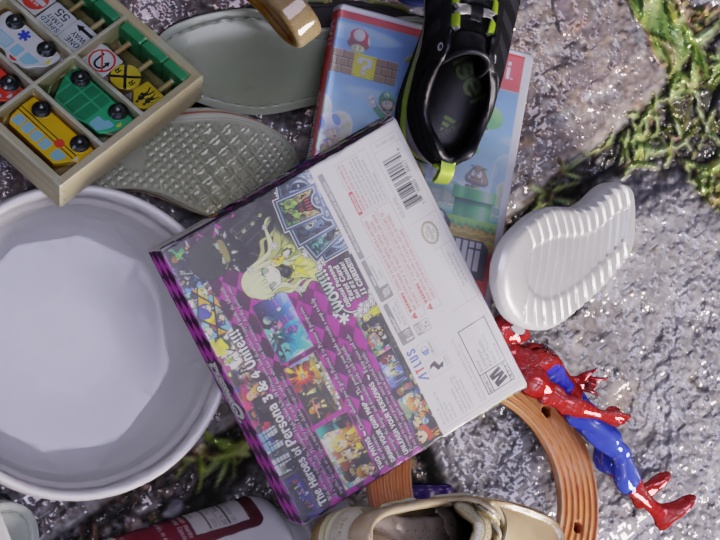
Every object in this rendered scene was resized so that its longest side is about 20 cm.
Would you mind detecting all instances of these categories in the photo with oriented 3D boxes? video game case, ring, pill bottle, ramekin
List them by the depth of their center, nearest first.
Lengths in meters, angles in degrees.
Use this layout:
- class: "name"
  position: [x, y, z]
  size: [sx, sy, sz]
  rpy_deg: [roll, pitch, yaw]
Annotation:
- class: "video game case"
  position: [-0.012, 0.031, 1.620]
  size: [0.181, 0.036, 0.200]
  rpy_deg: [-31, 101, -19]
- class: "ramekin"
  position: [-0.190, 0.047, 1.636]
  size: [0.200, 0.105, 0.201]
  rpy_deg: [1, 87, -15]
- class: "pill bottle"
  position: [-0.098, 0.213, 1.649]
  size: [0.199, 0.114, 0.115]
  rpy_deg: [-15, 92, -14]
- class: "video game case"
  position: [0.032, -0.062, 1.672]
  size: [0.143, 0.017, 0.201]
  rpy_deg: [13, 81, -19]
- class: "ring"
  position: [0.081, 0.148, 1.710]
  size: [0.200, 0.019, 0.201]
  rpy_deg: [14, 66, -35]

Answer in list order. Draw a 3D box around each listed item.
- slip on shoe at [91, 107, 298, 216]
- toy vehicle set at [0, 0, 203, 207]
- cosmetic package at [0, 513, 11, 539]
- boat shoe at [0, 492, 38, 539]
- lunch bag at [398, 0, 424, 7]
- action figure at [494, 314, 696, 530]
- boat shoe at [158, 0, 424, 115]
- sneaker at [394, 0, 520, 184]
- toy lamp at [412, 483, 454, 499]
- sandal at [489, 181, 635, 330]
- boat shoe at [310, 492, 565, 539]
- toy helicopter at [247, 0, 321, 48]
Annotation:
- class: "slip on shoe"
  position: [-0.133, -0.080, 1.680]
  size: [0.199, 0.061, 0.074]
  rpy_deg: [5, 109, -26]
- class: "toy vehicle set"
  position: [-0.214, -0.143, 1.622]
  size: [0.200, 0.027, 0.124]
  rpy_deg: [41, 64, 17]
- class: "cosmetic package"
  position: [-0.265, 0.188, 1.539]
  size: [0.107, 0.085, 0.200]
  rpy_deg: [-27, 109, -21]
- class: "boat shoe"
  position: [-0.258, 0.239, 1.635]
  size: [0.075, 0.060, 0.201]
  rpy_deg: [19, 88, -37]
- class: "lunch bag"
  position: [0.051, -0.273, 1.699]
  size: [0.136, 0.132, 0.200]
  rpy_deg: [-42, 97, -12]
- class: "action figure"
  position: [0.152, 0.095, 1.720]
  size: [0.052, 0.065, 0.200]
  rpy_deg: [-45, 118, 5]
- class: "boat shoe"
  position: [-0.044, -0.147, 1.707]
  size: [0.201, 0.061, 0.072]
  rpy_deg: [-1, 110, -15]
- class: "sneaker"
  position: [0.074, -0.154, 1.616]
  size: [0.071, 0.083, 0.201]
  rpy_deg: [7, 101, -14]
- class: "toy lamp"
  position: [0.046, 0.244, 1.715]
  size: [0.058, 0.058, 0.201]
  rpy_deg: [-2, 88, -15]
- class: "sandal"
  position: [0.127, -0.010, 1.709]
  size: [0.202, 0.050, 0.083]
  rpy_deg: [-20, 112, -57]
- class: "boat shoe"
  position: [0.064, 0.176, 1.631]
  size: [0.200, 0.065, 0.072]
  rpy_deg: [6, 71, -38]
- class: "toy helicopter"
  position: [-0.095, -0.216, 1.625]
  size: [0.079, 0.132, 0.200]
  rpy_deg: [-40, 62, -13]
